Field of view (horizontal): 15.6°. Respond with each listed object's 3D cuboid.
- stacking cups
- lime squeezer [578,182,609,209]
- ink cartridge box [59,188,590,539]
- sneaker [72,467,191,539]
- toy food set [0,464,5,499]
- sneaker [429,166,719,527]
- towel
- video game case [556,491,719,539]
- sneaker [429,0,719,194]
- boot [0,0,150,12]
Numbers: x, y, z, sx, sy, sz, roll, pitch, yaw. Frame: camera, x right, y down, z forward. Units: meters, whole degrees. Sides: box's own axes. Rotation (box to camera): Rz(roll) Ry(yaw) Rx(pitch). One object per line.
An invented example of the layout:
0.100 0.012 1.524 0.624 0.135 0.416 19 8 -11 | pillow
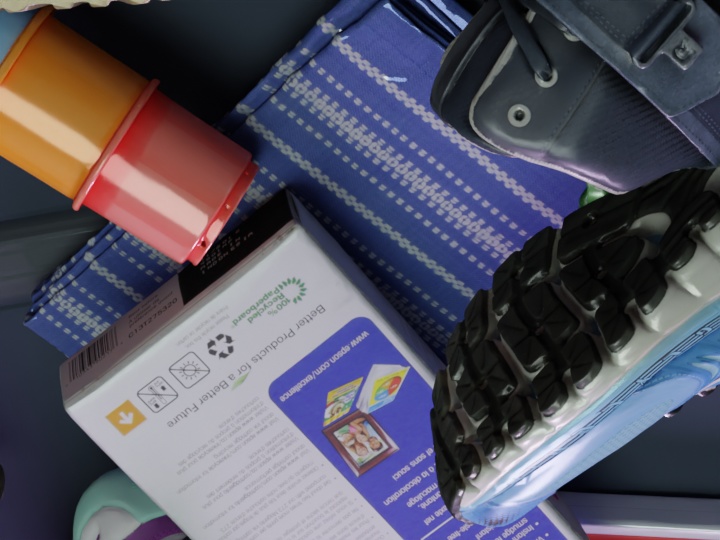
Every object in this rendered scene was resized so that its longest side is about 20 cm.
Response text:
-0.122 -0.071 0.784 0.200 0.061 0.061 31 128 -2 | stacking cups
0.091 -0.050 0.763 0.071 0.038 0.200 22 114 -15 | lime squeezer
0.002 0.075 0.849 0.095 0.037 0.200 -37 113 8 | ink cartridge box
-0.053 0.177 0.903 0.078 0.140 0.200 -15 132 -5 | sneaker
-0.240 0.062 0.929 0.200 0.060 0.144 -24 117 30 | toy food set
0.107 0.016 0.737 0.200 0.078 0.090 -37 118 16 | sneaker
0.000 0.000 0.846 0.145 0.024 0.200 37 128 -17 | towel
0.126 0.161 0.933 0.143 0.017 0.200 2 127 14 | video game case
0.049 -0.113 0.677 0.146 0.077 0.202 -43 104 11 | sneaker
-0.085 -0.172 0.703 0.175 0.066 0.200 -10 113 -11 | boot
